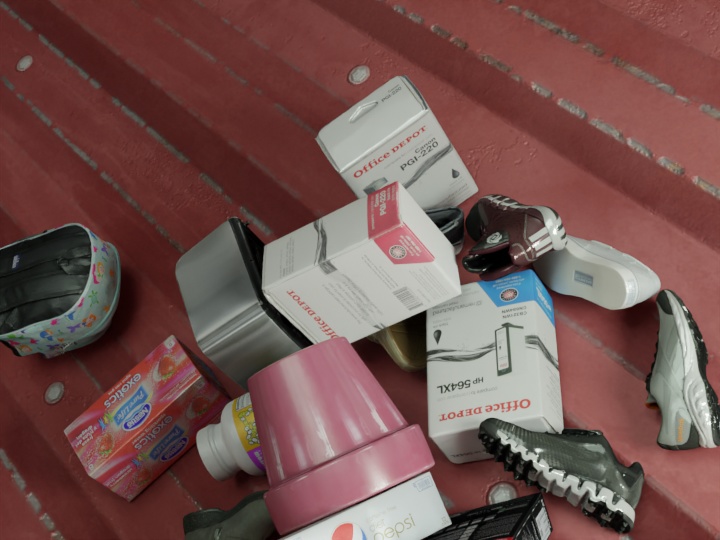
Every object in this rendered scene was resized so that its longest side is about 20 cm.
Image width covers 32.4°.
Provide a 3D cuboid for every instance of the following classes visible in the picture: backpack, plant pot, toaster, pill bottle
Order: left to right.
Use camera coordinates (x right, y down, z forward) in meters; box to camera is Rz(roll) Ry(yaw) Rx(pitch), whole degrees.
[{"bbox_3d":[-0.448,0.030,1.839,0.199,0.150,0.178,-22,55,24],"label":"backpack"},{"bbox_3d":[-0.136,0.061,1.634,0.118,0.181,0.201,-33,49,9],"label":"toaster"},{"bbox_3d":[-0.106,0.195,1.577,0.199,0.104,0.105,-27,51,11],"label":"pill bottle"},{"bbox_3d":[-0.039,0.183,1.426,0.199,0.200,0.180,-27,81,11],"label":"plant pot"}]

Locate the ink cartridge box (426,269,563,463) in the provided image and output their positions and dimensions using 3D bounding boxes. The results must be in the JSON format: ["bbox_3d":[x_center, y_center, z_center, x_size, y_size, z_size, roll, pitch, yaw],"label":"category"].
[{"bbox_3d":[0.160,0.117,1.495,0.145,0.084,0.201,-14,54,20],"label":"ink cartridge box"}]

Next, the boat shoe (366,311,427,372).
[{"bbox_3d":[0.036,0.063,1.616,0.065,0.072,0.200,-62,40,35],"label":"boat shoe"}]

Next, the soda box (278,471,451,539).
[{"bbox_3d":[-0.004,0.285,1.327,0.068,0.199,0.064,-35,76,55],"label":"soda box"}]

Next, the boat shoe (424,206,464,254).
[{"bbox_3d":[0.044,-0.040,1.615,0.199,0.068,0.072,-12,45,-13],"label":"boat shoe"}]

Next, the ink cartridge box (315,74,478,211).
[{"bbox_3d":[0.052,-0.142,1.644,0.145,0.200,0.085,-35,50,4],"label":"ink cartridge box"}]

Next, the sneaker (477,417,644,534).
[{"bbox_3d":[0.230,0.208,1.388,0.199,0.067,0.091,29,63,12],"label":"sneaker"}]

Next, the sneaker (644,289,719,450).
[{"bbox_3d":[0.354,0.110,1.402,0.079,0.074,0.201,-18,53,24],"label":"sneaker"}]

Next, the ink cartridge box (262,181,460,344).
[{"bbox_3d":[0.000,0.000,1.508,0.199,0.146,0.085,-26,41,21],"label":"ink cartridge box"}]

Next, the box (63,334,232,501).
[{"bbox_3d":[-0.283,0.201,1.673,0.200,0.103,0.095,-41,50,-2],"label":"box"}]

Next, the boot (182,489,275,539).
[{"bbox_3d":[-0.137,0.352,1.528,0.199,0.068,0.131,-21,57,25],"label":"boot"}]

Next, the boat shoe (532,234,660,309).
[{"bbox_3d":[0.286,-0.006,1.514,0.200,0.068,0.072,21,114,60],"label":"boat shoe"}]

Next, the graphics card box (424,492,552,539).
[{"bbox_3d":[0.129,0.298,1.330,0.125,0.200,0.051,-19,90,17],"label":"graphics card box"}]

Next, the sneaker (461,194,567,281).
[{"bbox_3d":[0.158,-0.037,1.544,0.115,0.076,0.200,-32,15,-20],"label":"sneaker"}]
